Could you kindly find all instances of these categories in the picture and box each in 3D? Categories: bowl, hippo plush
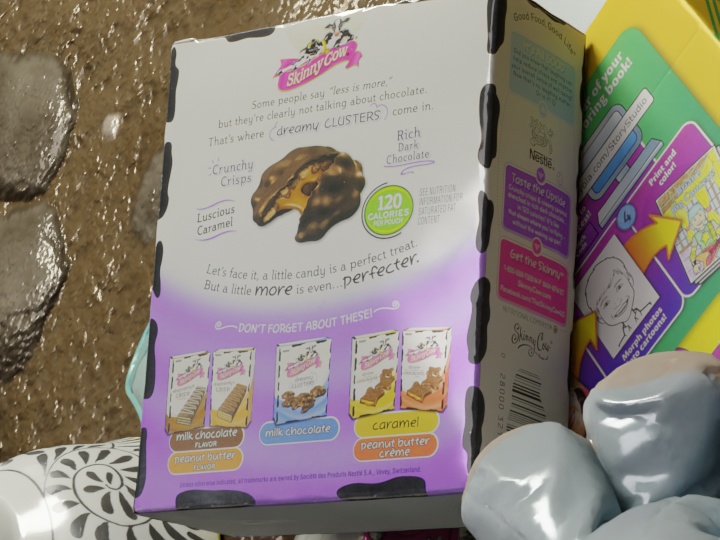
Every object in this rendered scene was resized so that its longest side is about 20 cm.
[{"bbox_3d":[-0.166,0.164,1.240,0.200,0.094,0.202,-25,53,39],"label":"bowl"},{"bbox_3d":[0.137,0.133,0.865,0.158,0.162,0.200,-23,26,4],"label":"hippo plush"}]

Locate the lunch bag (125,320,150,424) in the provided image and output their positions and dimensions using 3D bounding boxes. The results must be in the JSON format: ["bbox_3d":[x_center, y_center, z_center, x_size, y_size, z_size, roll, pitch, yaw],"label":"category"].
[{"bbox_3d":[-0.032,0.011,1.163,0.201,0.077,0.160,-57,26,8],"label":"lunch bag"}]

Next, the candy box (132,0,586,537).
[{"bbox_3d":[0.000,0.000,1.014,0.167,0.071,0.202,-6,72,36],"label":"candy box"}]

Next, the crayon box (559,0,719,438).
[{"bbox_3d":[0.113,0.006,1.004,0.201,0.058,0.173,-56,41,24],"label":"crayon box"}]

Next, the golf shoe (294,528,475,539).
[{"bbox_3d":[-0.010,0.156,1.093,0.201,0.075,0.092,-56,24,7],"label":"golf shoe"}]

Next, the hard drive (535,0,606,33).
[{"bbox_3d":[0.128,-0.111,1.100,0.199,0.026,0.133,12,80,51],"label":"hard drive"}]
